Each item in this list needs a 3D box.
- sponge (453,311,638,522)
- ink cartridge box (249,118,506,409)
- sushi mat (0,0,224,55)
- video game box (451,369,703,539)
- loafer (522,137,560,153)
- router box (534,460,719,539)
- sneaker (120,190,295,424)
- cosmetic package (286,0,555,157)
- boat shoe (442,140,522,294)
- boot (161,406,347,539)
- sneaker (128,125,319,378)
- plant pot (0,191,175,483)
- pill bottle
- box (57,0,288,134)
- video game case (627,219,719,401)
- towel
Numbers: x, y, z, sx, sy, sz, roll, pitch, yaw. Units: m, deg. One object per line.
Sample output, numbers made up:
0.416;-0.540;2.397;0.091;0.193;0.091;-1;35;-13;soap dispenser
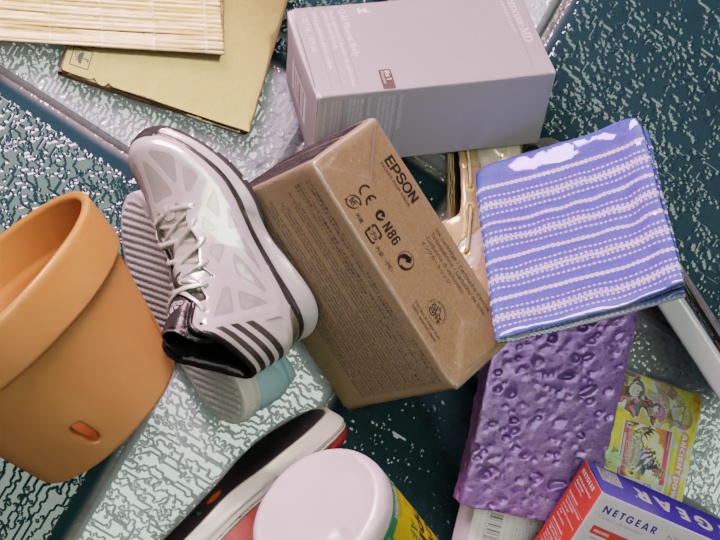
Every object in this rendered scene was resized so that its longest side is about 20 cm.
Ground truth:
0.147;0.094;1.226;0.111;0.030;0.202;11;95;-9;sponge
0.000;0.000;1.205;0.075;0.164;0.201;-39;102;-30;ink cartridge box
-0.205;-0.224;1.245;0.198;0.012;0.097;2;86;-10;sushi mat
0.179;0.173;1.295;0.181;0.047;0.202;18;77;-13;video game box
0.160;-0.017;1.286;0.069;0.070;0.201;-1;65;-26;loafer
0.219;0.268;1.239;0.199;0.049;0.180;25;107;-18;router box
-0.120;0.022;1.249;0.082;0.074;0.201;-24;86;-43;sneaker
0.046;-0.156;1.264;0.198;0.091;0.107;-10;52;-12;cosmetic package
0.083;-0.025;1.291;0.069;0.074;0.202;12;73;-8;boat shoe
-0.057;0.218;1.243;0.200;0.072;0.144;-45;103;-12;boot
-0.121;-0.008;1.159;0.201;0.075;0.115;52;41;-6;sneaker
-0.232;0.061;1.158;0.200;0.200;0.140;-45;112;-12;plant pot
0.011;0.233;1.193;0.113;0.113;0.200;-46;132;-12;pill bottle
-0.139;-0.229;1.278;0.162;0.021;0.202;17;82;-11;box
0.265;0.033;1.275;0.023;0.182;0.201;-32;94;13;video game case
0.160;-0.035;1.180;0.144;0.201;0.024;-16;129;12;towel
